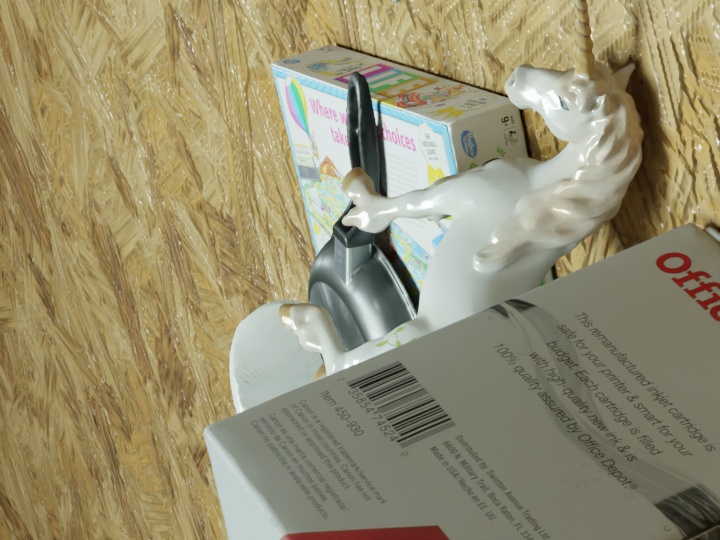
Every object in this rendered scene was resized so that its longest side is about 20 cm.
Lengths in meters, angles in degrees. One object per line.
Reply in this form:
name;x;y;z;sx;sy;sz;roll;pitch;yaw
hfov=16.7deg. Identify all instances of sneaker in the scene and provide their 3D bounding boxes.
sneaker;-0.004;0.108;1.216;0.200;0.075;0.088;57;169;-1

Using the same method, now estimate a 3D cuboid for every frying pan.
frying pan;0.008;0.014;1.092;0.115;0.031;0.190;59;161;29

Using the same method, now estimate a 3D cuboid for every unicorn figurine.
unicorn figurine;0.040;-0.007;0.932;0.137;0.074;0.201;8;86;48

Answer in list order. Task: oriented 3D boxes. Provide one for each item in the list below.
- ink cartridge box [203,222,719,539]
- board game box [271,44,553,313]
ink cartridge box;0.069;0.082;0.822;0.147;0.199;0.083;47;154;50
board game box;0.025;-0.022;1.101;0.200;0.034;0.135;28;134;64
